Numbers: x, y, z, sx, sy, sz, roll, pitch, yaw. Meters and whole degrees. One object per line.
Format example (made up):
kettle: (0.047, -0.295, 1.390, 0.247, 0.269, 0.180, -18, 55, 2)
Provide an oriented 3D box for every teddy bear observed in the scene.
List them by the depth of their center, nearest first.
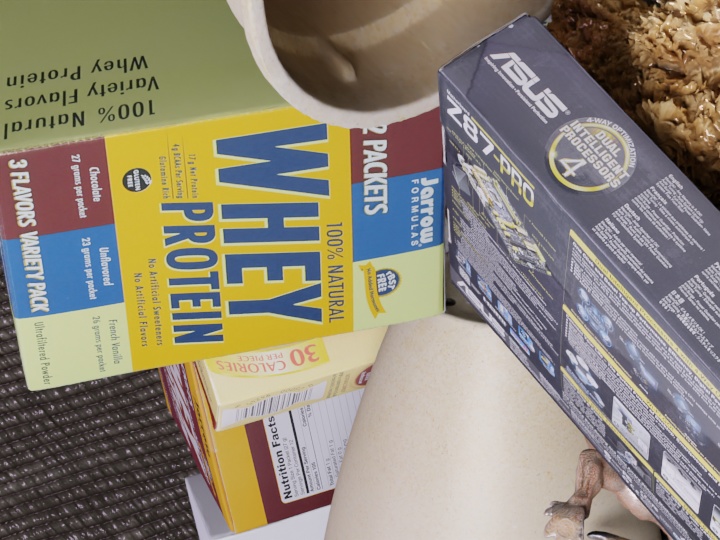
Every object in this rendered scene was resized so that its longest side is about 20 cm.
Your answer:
teddy bear: (0.133, -0.045, 0.739, 0.145, 0.067, 0.200, 67, 165, -15)

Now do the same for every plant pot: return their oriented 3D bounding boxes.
plant pot: (-0.021, -0.187, 0.769, 0.183, 0.200, 0.201, 39, 150, 32)
plant pot: (0.068, 0.097, 0.989, 0.187, 0.187, 0.200, -127, 34, -61)

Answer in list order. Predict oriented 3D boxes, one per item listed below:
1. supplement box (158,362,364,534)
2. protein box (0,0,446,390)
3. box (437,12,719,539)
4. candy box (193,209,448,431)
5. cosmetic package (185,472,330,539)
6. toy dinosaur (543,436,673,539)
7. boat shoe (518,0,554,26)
supplement box: (-0.019, 0.034, 1.207, 0.197, 0.200, 0.133, -131, 28, -65)
protein box: (-0.079, -0.074, 0.929, 0.200, 0.198, 0.135, -112, 15, -48)
box: (0.105, 0.023, 0.738, 0.200, 0.049, 0.161, 50, 167, 27)
candy box: (0.000, 0.000, 1.065, 0.055, 0.200, 0.116, 110, 143, -69)
cosmetic package: (0.002, 0.224, 1.377, 0.123, 0.200, 0.200, -137, 33, -69)
toy dinosaur: (0.124, 0.069, 0.881, 0.136, 0.086, 0.200, 53, -155, -64)
boat shoe: (0.078, -0.056, 0.890, 0.202, 0.074, 0.086, 99, -178, -53)
